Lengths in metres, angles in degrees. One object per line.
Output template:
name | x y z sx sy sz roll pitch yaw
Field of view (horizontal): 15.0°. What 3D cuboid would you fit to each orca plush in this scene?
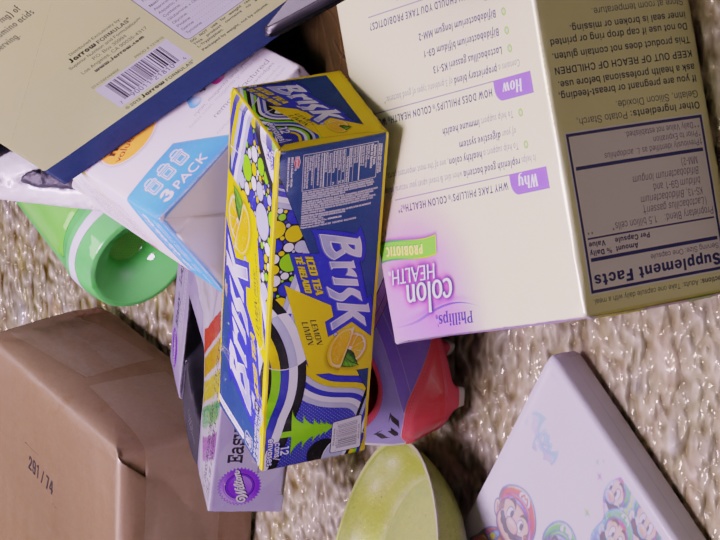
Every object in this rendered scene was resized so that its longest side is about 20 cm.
orca plush | -0.203 -0.078 1.697 0.199 0.105 0.072 8 93 40

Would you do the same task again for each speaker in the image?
speaker | -0.191 -0.063 1.816 0.200 0.088 0.089 49 137 40

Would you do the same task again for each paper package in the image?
paper package | -0.163 0.152 1.815 0.200 0.103 0.192 32 126 50

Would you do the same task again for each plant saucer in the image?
plant saucer | 0.021 0.197 1.546 0.200 0.031 0.202 -170 90 -72

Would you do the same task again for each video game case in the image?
video game case | 0.124 0.175 1.434 0.201 0.024 0.183 58 142 32

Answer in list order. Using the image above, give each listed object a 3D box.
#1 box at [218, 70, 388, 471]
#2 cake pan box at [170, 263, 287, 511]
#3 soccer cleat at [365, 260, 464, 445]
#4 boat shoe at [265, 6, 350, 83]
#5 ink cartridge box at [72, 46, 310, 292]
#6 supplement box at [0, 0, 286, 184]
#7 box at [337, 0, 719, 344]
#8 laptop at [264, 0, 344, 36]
box | -0.032 0.002 1.431 0.070 0.064 0.201 -127 34 -50
cake pan box | -0.073 0.019 1.627 0.185 0.052 0.201 -107 22 -59
soccer cleat | 0.000 0.000 1.533 0.067 0.076 0.202 -26 77 57
boat shoe | -0.011 -0.142 1.522 0.200 0.066 0.075 -130 40 -59
ink cartridge box | -0.102 -0.079 1.532 0.068 0.115 0.200 48 169 -35
supplement box | -0.158 -0.184 1.434 0.199 0.200 0.135 -33 51 20
box | 0.083 -0.074 1.360 0.176 0.096 0.202 -11 88 59
laptop | 0.030 -0.226 1.299 0.199 0.187 0.116 -26 103 19
